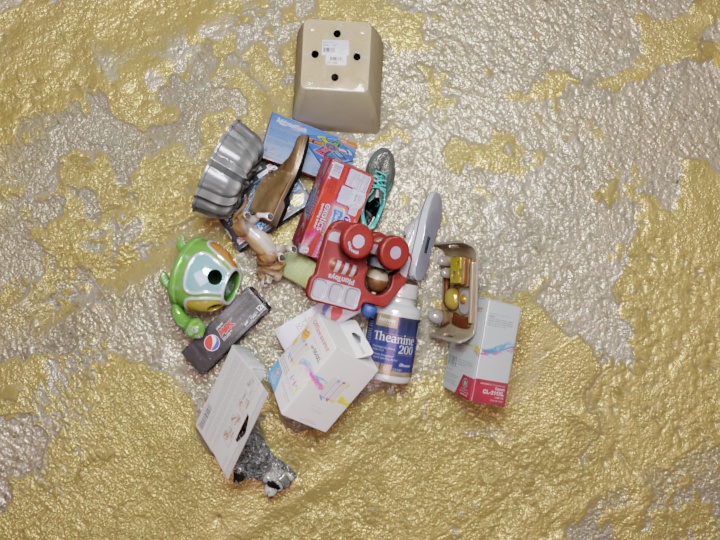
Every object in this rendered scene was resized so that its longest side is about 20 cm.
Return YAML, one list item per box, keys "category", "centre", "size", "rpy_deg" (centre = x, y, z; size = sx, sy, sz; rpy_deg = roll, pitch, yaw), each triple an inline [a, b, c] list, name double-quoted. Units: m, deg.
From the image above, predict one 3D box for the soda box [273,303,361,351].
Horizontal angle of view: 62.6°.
- category: "soda box"
  centre: [-0.084, 0.103, 1.269]
  size: [0.197, 0.068, 0.065]
  rpy_deg: [-30, 89, -2]

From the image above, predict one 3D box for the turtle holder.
- category: "turtle holder"
  centre: [-0.328, 0.029, 1.219]
  size: [0.129, 0.142, 0.188]
  rpy_deg: [18, 55, 12]

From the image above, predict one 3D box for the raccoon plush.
- category: "raccoon plush"
  centre: [-0.198, 0.373, 1.254]
  size: [0.131, 0.097, 0.205]
  rpy_deg: [3, 88, -8]

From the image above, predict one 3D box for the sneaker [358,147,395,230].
- category: "sneaker"
  centre: [0.035, -0.165, 1.264]
  size: [0.076, 0.091, 0.205]
  rpy_deg: [15, 88, -13]

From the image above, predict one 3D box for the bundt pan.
- category: "bundt pan"
  centre: [-0.253, -0.191, 1.170]
  size: [0.075, 0.202, 0.205]
  rpy_deg: [27, 88, -8]

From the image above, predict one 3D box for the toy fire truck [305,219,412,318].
- category: "toy fire truck"
  centre: [0.000, 0.000, 1.166]
  size: [0.196, 0.112, 0.172]
  rpy_deg: [17, 92, -24]

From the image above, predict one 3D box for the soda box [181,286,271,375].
- category: "soda box"
  centre: [-0.285, 0.127, 1.269]
  size: [0.200, 0.063, 0.071]
  rpy_deg: [-44, 89, -2]

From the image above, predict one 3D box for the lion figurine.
- category: "lion figurine"
  centre: [-0.210, -0.060, 1.216]
  size: [0.073, 0.121, 0.202]
  rpy_deg: [-45, 115, -37]

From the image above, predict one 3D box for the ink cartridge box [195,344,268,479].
- category: "ink cartridge box"
  centre: [-0.250, 0.284, 1.204]
  size: [0.044, 0.176, 0.203]
  rpy_deg: [17, 105, -44]

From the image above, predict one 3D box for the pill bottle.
- category: "pill bottle"
  centre: [0.068, 0.128, 1.249]
  size: [0.108, 0.111, 0.205]
  rpy_deg: [9, 88, 0]

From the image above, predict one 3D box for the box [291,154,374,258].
- category: "box"
  centre: [-0.060, -0.125, 1.234]
  size: [0.098, 0.095, 0.204]
  rpy_deg: [18, 100, -20]

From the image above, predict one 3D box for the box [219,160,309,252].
- category: "box"
  centre: [-0.222, -0.161, 1.286]
  size: [0.198, 0.046, 0.161]
  rpy_deg: [-34, 89, -2]

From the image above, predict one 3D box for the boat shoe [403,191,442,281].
- category: "boat shoe"
  centre: [0.122, -0.079, 1.276]
  size: [0.064, 0.074, 0.204]
  rpy_deg: [8, 69, 33]

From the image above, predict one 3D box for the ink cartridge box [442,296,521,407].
- category: "ink cartridge box"
  centre: [0.249, 0.160, 1.227]
  size: [0.081, 0.146, 0.205]
  rpy_deg: [11, 89, -14]

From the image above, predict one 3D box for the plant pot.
- category: "plant pot"
  centre: [-0.049, -0.412, 1.230]
  size: [0.195, 0.177, 0.205]
  rpy_deg: [3, 89, -1]

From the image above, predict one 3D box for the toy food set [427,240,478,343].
- category: "toy food set"
  centre: [0.184, 0.041, 1.231]
  size: [0.059, 0.143, 0.205]
  rpy_deg: [2, 89, -18]

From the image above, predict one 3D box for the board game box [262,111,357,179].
- category: "board game box"
  centre: [-0.111, -0.256, 1.272]
  size: [0.196, 0.019, 0.105]
  rpy_deg: [18, 80, -15]

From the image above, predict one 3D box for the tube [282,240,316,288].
- category: "tube"
  centre: [-0.107, 0.009, 1.252]
  size: [0.198, 0.053, 0.058]
  rpy_deg: [31, 47, 32]

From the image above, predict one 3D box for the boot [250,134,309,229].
- category: "boot"
  centre: [-0.165, -0.193, 1.219]
  size: [0.074, 0.074, 0.203]
  rpy_deg: [26, 100, 1]

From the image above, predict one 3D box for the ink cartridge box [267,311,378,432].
- category: "ink cartridge box"
  centre: [-0.071, 0.194, 1.196]
  size: [0.124, 0.129, 0.201]
  rpy_deg: [31, 103, -36]
